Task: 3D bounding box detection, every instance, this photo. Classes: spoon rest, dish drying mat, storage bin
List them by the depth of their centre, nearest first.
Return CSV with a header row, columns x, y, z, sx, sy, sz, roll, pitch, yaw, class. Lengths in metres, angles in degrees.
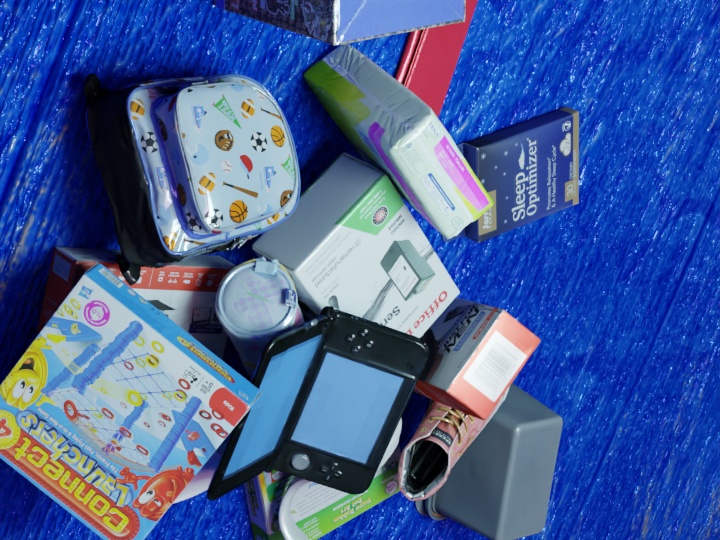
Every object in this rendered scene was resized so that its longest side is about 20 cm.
x,y,z,sx,sy,sz,roll,pitch,yaw,class
-0.026,0.220,1.752,0.061,0.099,0.200,38,105,-4,spoon rest
0.087,-0.258,1.759,0.077,0.018,0.201,11,101,-43,dish drying mat
0.172,0.231,1.961,0.145,0.134,0.201,-7,113,-38,storage bin

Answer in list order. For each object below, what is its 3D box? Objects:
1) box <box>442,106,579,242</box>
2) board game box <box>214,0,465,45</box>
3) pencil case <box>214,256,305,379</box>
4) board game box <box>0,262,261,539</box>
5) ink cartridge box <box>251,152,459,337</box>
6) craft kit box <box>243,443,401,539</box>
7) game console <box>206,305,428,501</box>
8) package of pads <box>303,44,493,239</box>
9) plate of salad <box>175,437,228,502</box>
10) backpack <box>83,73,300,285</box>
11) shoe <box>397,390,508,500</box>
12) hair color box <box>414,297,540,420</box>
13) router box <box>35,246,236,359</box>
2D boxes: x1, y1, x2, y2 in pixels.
x,y,z,sx,sy,sz,roll,pitch,yaw,class
0.179,-0.109,1.893,0.200,0.032,0.121,-21,121,-31,box
-0.022,-0.291,1.528,0.159,0.200,0.097,-16,117,-35,board game box
-0.093,0.062,1.651,0.200,0.083,0.091,75,14,-64,pencil case
-0.232,0.132,1.506,0.200,0.056,0.196,38,103,-2,board game box
0.000,0.000,1.699,0.146,0.084,0.200,-47,132,-13,ink cartridge box
-0.044,0.206,1.831,0.200,0.048,0.198,-25,120,-30,craft kit box
-0.042,0.151,1.604,0.170,0.118,0.200,19,116,-8,game console
0.041,-0.133,1.648,0.068,0.200,0.155,-41,131,-3,package of pads
-0.209,0.194,1.634,0.199,0.048,0.200,-14,153,-8,plate of salad
-0.147,-0.105,1.530,0.190,0.154,0.201,-19,101,-50,backpack
0.109,0.176,1.848,0.200,0.071,0.091,-59,176,17,shoe
0.108,0.092,1.798,0.064,0.200,0.111,38,81,-18,hair color box
-0.228,0.072,1.613,0.200,0.049,0.180,2,107,-41,router box
